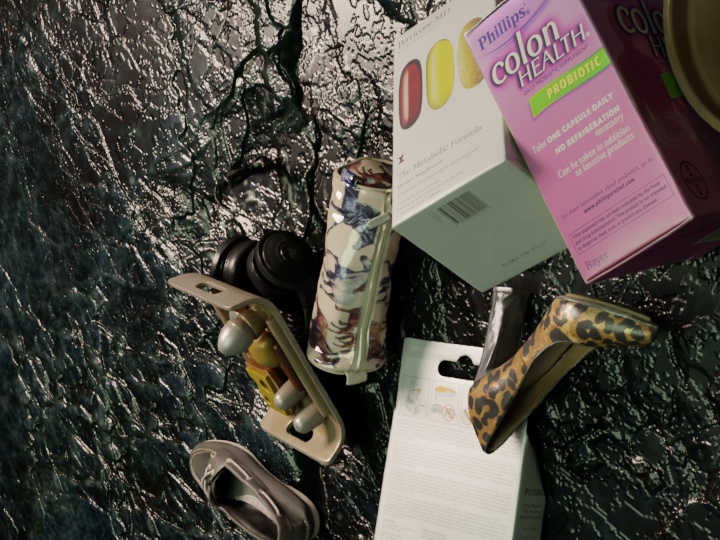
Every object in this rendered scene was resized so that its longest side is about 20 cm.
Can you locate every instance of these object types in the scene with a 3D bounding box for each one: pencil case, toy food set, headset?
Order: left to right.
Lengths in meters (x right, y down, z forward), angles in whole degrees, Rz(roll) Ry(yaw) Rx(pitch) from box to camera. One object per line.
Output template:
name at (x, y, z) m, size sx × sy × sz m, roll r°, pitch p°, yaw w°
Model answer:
toy food set at (-0.106, 0.096, 1.285) m, size 0.143 × 0.060 × 0.201 m, roll 16°, pitch 140°, yaw 56°
headset at (-0.092, -0.011, 1.327) m, size 0.123 × 0.094 × 0.202 m, roll -6°, pitch 109°, yaw 45°
pencil case at (0.000, 0.000, 1.216) m, size 0.090 × 0.077 × 0.202 m, roll -120°, pitch 37°, yaw -66°

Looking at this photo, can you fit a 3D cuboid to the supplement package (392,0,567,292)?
supplement package at (0.099, -0.108, 1.009) m, size 0.113 × 0.109 × 0.202 m, roll -30°, pitch 43°, yaw 33°

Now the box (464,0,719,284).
box at (0.196, -0.109, 0.939) m, size 0.096 × 0.175 × 0.202 m, roll -36°, pitch 73°, yaw 37°

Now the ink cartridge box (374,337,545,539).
ink cartridge box at (0.097, 0.173, 1.198) m, size 0.161 × 0.057 × 0.202 m, roll 5°, pitch 82°, yaw 43°

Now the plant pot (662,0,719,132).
plant pot at (0.311, -0.176, 0.869) m, size 0.199 × 0.092 × 0.204 m, roll 2°, pitch 93°, yaw 43°

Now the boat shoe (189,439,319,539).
boat shoe at (-0.129, 0.238, 1.404) m, size 0.199 × 0.057 × 0.068 m, roll 24°, pitch 114°, yaw 38°

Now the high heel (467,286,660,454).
high heel at (0.164, 0.091, 1.064) m, size 0.199 × 0.071 × 0.144 m, roll 5°, pitch 85°, yaw 58°
